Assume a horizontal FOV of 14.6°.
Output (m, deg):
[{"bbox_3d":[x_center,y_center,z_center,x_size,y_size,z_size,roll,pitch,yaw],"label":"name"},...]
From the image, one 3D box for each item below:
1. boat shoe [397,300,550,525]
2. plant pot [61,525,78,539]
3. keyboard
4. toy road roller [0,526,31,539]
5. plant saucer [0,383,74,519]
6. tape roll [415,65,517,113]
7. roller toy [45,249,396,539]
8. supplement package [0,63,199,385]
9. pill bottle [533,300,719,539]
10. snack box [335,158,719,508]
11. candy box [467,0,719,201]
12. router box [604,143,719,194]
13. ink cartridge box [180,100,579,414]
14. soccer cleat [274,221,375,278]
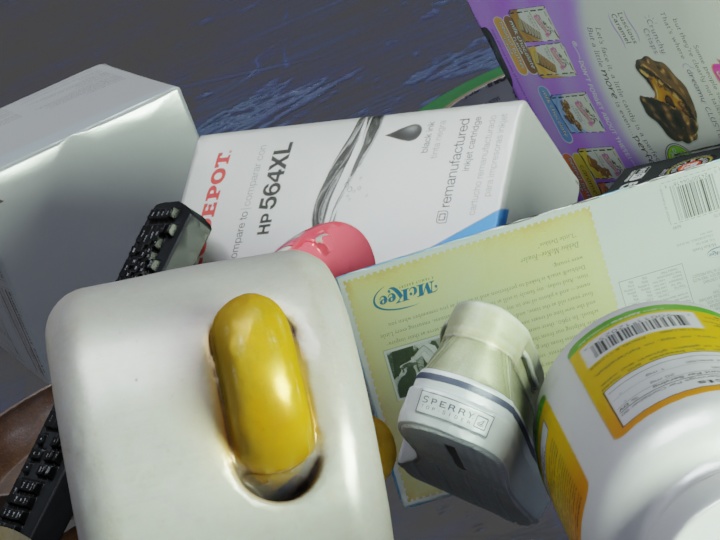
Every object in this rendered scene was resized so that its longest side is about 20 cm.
[{"bbox_3d":[0.057,0.065,1.228,0.200,0.072,0.062,78,-144,-76],"label":"boat shoe"},{"bbox_3d":[-0.089,0.146,1.371,0.199,0.028,0.200,-22,16,6],"label":"plant pot"},{"bbox_3d":[-0.139,0.049,1.444,0.104,0.040,0.201,3,66,61],"label":"keyboard"},{"bbox_3d":[-0.239,0.193,1.273,0.199,0.147,0.123,4,18,-2],"label":"toy road roller"},{"bbox_3d":[-0.138,0.092,1.602,0.199,0.035,0.200,-22,16,6],"label":"plant saucer"},{"bbox_3d":[0.121,-0.097,1.842,0.199,0.048,0.201,-21,16,6],"label":"tape roll"},{"bbox_3d":[-0.053,0.085,1.202,0.139,0.201,0.183,-11,23,-5],"label":"roller toy"},{"bbox_3d":[-0.184,-0.032,1.852,0.151,0.151,0.200,-26,16,-14],"label":"supplement package"},{"bbox_3d":[0.135,0.090,1.094,0.111,0.112,0.200,-22,16,1],"label":"pill bottle"},{"bbox_3d":[0.097,0.030,1.325,0.199,0.117,0.037,-17,-1,18],"label":"snack box"},{"bbox_3d":[0.177,-0.112,1.580,0.072,0.168,0.199,-42,24,-31],"label":"candy box"},{"bbox_3d":[0.179,-0.005,1.432,0.149,0.062,0.200,-12,19,29],"label":"router box"},{"bbox_3d":[0.000,0.000,1.471,0.199,0.084,0.147,-5,56,27],"label":"ink cartridge box"},{"bbox_3d":[-0.059,0.057,1.365,0.076,0.067,0.201,-12,43,50],"label":"soccer cleat"}]
